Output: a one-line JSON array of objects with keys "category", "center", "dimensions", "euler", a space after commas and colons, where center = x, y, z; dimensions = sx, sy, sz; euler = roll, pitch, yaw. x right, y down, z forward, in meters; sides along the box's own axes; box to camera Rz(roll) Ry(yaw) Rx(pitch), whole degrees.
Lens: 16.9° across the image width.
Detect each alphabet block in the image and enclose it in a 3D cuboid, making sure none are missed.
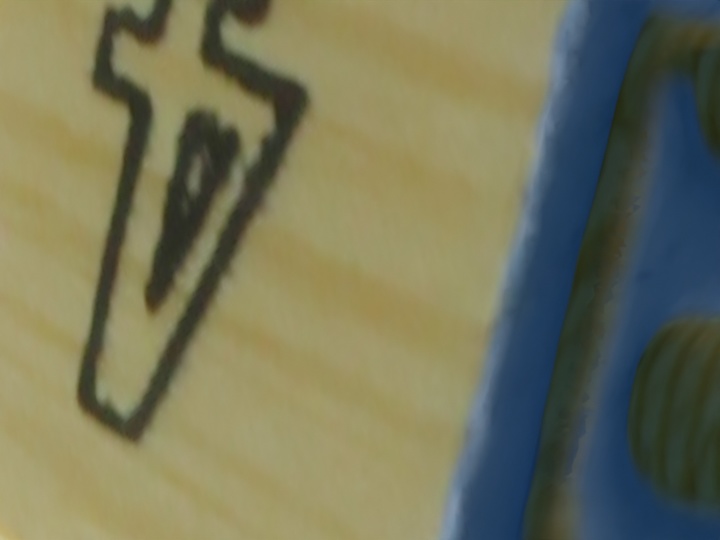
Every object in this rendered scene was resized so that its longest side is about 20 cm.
[{"category": "alphabet block", "center": [0.037, -0.005, 0.552], "dimensions": [0.194, 0.198, 0.200], "euler": [6, -166, -38]}]
